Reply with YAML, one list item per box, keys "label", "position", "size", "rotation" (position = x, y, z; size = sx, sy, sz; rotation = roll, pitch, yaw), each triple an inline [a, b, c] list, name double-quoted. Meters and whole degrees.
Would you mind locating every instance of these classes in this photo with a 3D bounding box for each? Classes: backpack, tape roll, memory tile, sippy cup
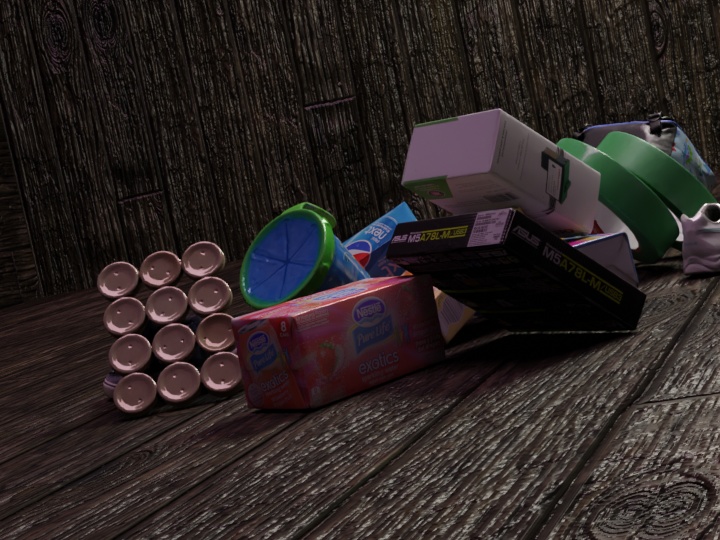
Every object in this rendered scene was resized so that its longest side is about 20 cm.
- label: "backpack"
  position: [0.439, -0.125, 2.162]
  size: [0.182, 0.148, 0.200]
  rotation: [-5, -32, 44]
- label: "tape roll"
  position: [0.326, -0.090, 1.850]
  size: [0.048, 0.200, 0.200]
  rotation: [-49, 10, -6]
- label: "memory tile"
  position: [-0.212, 0.063, 1.569]
  size: [0.152, 0.201, 0.017]
  rotation: [-15, -32, 1]
- label: "tape roll"
  position: [0.393, -0.102, 1.871]
  size: [0.048, 0.200, 0.200]
  rotation: [-50, 10, -5]
- label: "sippy cup"
  position: [-0.055, 0.015, 1.693]
  size: [0.139, 0.179, 0.130]
  rotation: [19, -14, 48]

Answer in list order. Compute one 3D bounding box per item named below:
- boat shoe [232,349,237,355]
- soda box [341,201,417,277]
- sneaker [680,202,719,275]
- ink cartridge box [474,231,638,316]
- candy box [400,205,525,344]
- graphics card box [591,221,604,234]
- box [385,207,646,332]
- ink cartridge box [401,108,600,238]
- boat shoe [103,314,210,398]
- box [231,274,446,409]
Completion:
- label: "boat shoe"
  position: [-0.110, 0.085, 1.721]
  size: [0.065, 0.074, 0.200]
  rotation: [10, 21, 35]
- label: "soda box"
  position: [0.000, 0.000, 1.859]
  size: [0.199, 0.068, 0.064]
  rotation: [-34, 31, 5]
- label: "sneaker"
  position: [0.463, -0.049, 1.736]
  size: [0.070, 0.081, 0.200]
  rotation: [-10, 3, 44]
- label: "ink cartridge box"
  position: [0.220, 0.006, 1.725]
  size: [0.136, 0.077, 0.200]
  rotation: [-15, 4, -32]
- label: "candy box"
  position: [0.106, 0.008, 1.630]
  size: [0.115, 0.055, 0.200]
  rotation: [-9, 29, 51]
- label: "graphics card box"
  position: [0.228, -0.029, 1.878]
  size: [0.199, 0.051, 0.125]
  rotation: [-11, -37, 32]
- label: "box"
  position: [0.155, 0.005, 1.431]
  size: [0.192, 0.048, 0.200]
  rotation: [27, -17, -29]
- label: "ink cartridge box"
  position: [0.172, -0.109, 1.686]
  size: [0.199, 0.085, 0.146]
  rotation: [25, -20, -40]
- label: "boat shoe"
  position: [-0.244, 0.099, 1.661]
  size: [0.199, 0.093, 0.074]
  rotation: [-7, 7, 45]
- label: "box"
  position: [-0.019, 0.070, 1.422]
  size: [0.199, 0.095, 0.102]
  rotation: [-16, 8, -42]
